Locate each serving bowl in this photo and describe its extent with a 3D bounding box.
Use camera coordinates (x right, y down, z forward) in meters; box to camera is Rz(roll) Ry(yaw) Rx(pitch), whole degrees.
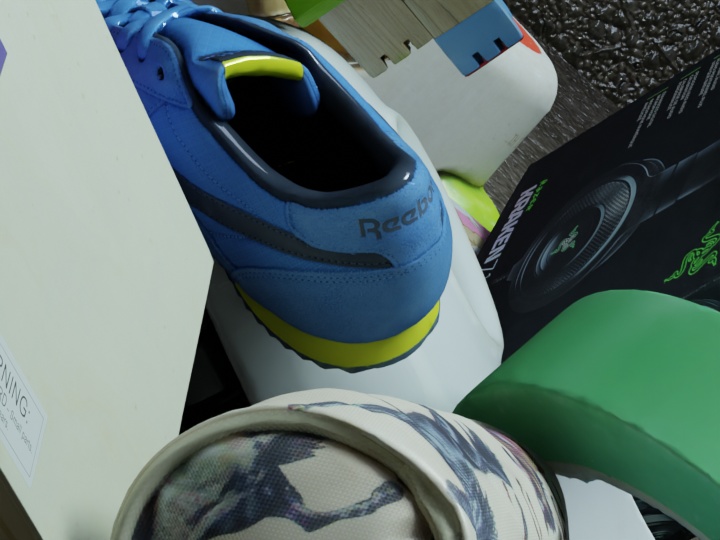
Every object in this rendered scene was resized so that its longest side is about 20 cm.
[{"bbox_3d":[0.000,0.000,0.817,0.200,0.066,0.200,62,10,-19],"label":"serving bowl"}]

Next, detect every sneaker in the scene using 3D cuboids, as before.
[{"bbox_3d":[-0.049,-0.056,0.702,0.200,0.066,0.078,39,-30,28],"label":"sneaker"}]

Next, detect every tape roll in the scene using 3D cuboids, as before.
[{"bbox_3d":[0.110,0.099,0.713,0.200,0.048,0.201,41,-24,22],"label":"tape roll"}]

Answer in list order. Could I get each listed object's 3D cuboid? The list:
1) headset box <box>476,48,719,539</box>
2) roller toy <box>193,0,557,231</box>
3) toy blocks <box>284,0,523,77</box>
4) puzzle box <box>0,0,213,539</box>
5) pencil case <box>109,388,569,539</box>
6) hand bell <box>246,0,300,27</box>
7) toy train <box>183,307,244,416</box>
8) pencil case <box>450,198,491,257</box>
[{"bbox_3d":[0.128,0.005,0.915,0.093,0.200,0.174,43,48,-15],"label":"headset box"},{"bbox_3d":[-0.002,-0.111,1.210,0.200,0.140,0.182,37,12,-30],"label":"roller toy"},{"bbox_3d":[-0.004,-0.135,0.871,0.137,0.100,0.200,44,16,-52],"label":"toy blocks"},{"bbox_3d":[-0.083,-0.022,0.532,0.133,0.025,0.200,-80,157,-44],"label":"puzzle box"},{"bbox_3d":[-0.001,0.074,0.600,0.078,0.089,0.200,49,5,11],"label":"pencil case"},{"bbox_3d":[-0.035,-0.098,1.065,0.104,0.104,0.200,-71,152,-78],"label":"hand bell"},{"bbox_3d":[-0.057,0.007,0.827,0.200,0.046,0.034,-86,151,-73],"label":"toy train"},{"bbox_3d":[0.013,-0.003,1.016,0.200,0.083,0.087,39,54,-23],"label":"pencil case"}]
